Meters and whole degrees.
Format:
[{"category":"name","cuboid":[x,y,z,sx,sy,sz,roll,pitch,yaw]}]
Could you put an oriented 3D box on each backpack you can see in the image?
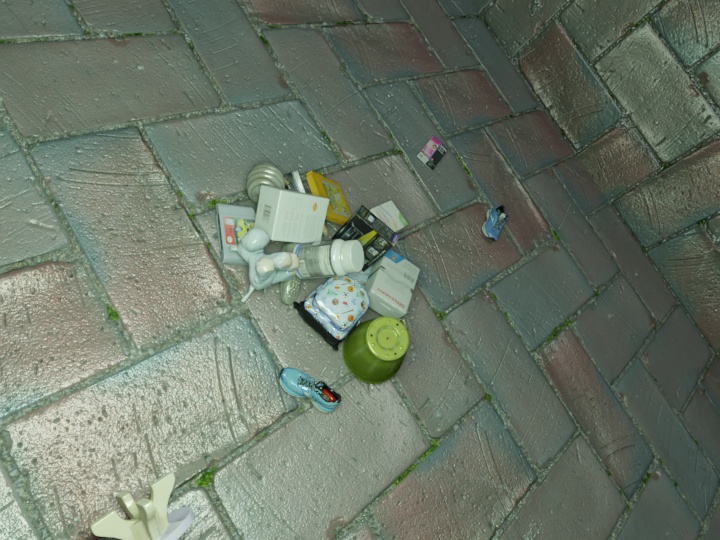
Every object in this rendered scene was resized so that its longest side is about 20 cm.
[{"category":"backpack","cuboid":[-0.071,0.106,1.650,0.200,0.154,0.191,46,53,-4]}]

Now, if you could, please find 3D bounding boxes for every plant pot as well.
[{"category":"plant pot","cuboid":[0.059,0.224,1.616,0.199,0.193,0.202,4,68,-11]}]

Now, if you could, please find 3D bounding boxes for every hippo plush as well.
[{"category":"hippo plush","cuboid":[-0.282,-0.039,1.577,0.159,0.200,0.161,-15,67,-40]}]

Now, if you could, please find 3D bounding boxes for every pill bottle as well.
[{"category":"pill bottle","cuboid":[-0.097,-0.036,1.629,0.114,0.199,0.115,-5,90,-66]}]

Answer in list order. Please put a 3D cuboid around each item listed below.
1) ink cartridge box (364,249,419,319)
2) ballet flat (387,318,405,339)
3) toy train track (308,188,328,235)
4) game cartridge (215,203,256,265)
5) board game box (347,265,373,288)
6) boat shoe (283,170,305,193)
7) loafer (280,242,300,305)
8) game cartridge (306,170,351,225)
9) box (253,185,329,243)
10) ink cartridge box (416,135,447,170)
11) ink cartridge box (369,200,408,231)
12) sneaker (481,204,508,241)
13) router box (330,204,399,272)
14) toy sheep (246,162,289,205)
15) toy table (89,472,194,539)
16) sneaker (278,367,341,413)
[{"category":"ink cartridge box","cuboid":[0.100,0.046,1.796,0.146,0.086,0.201,34,53,-14]},{"category":"ballet flat","cuboid":[0.108,0.239,1.765,0.075,0.064,0.201,27,53,-20]},{"category":"toy train track","cuboid":[-0.152,-0.199,1.839,0.032,0.115,0.201,-20,58,2]},{"category":"game cartridge","cuboid":[-0.372,-0.112,1.655,0.132,0.041,0.201,4,63,-37]},{"category":"board game box","cuboid":[0.000,0.000,1.838,0.198,0.043,0.201,13,59,-29]},{"category":"boat shoe","cuboid":[-0.213,-0.235,1.814,0.067,0.072,0.201,-19,90,-5]},{"category":"loafer","cuboid":[-0.225,0.010,1.671,0.070,0.069,0.201,38,53,-57]},{"category":"game cartridge","cuboid":[-0.104,-0.244,1.855,0.200,0.032,0.177,13,53,-64]},{"category":"box","cuboid":[-0.215,-0.171,1.677,0.199,0.106,0.153,4,102,-47]},{"category":"ink cartridge box","cuboid":[0.325,-0.526,2.363,0.095,0.037,0.200,42,47,-7]},{"category":"ink cartridge box","cuboid":[0.079,-0.172,1.946,0.117,0.067,0.200,54,36,3]},{"category":"sneaker","cuboid":[0.587,-0.212,2.328,0.078,0.089,0.201,30,52,-16]},{"category":"router box","cuboid":[0.008,-0.100,1.739,0.157,0.200,0.052,39,51,-9]},{"category":"toy sheep","cuboid":[-0.304,-0.271,1.729,0.137,0.138,0.201,24,35,-21]},{"category":"toy table","cuboid":[-0.465,0.537,1.145,0.200,0.183,0.118,-31,100,-53]},{"category":"sneaker","cuboid":[-0.137,0.328,1.530,0.199,0.090,0.079,32,51,-15]}]
